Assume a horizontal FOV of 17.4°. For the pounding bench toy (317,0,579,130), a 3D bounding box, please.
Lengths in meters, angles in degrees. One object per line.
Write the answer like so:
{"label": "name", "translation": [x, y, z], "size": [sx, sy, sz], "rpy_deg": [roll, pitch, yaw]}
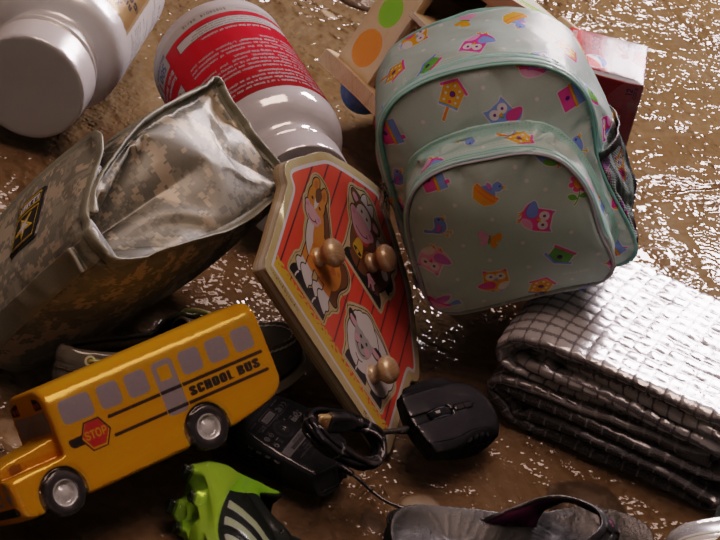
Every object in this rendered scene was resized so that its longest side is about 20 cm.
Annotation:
{"label": "pounding bench toy", "translation": [0.093, -0.160, 1.935], "size": [0.200, 0.156, 0.124], "rpy_deg": [23, 17, -43]}

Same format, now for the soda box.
{"label": "soda box", "translation": [0.162, -0.078, 1.781], "size": [0.063, 0.201, 0.070], "rpy_deg": [14, 33, 0]}

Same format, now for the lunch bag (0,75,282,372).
{"label": "lunch bag", "translation": [-0.171, -0.025, 1.593], "size": [0.118, 0.164, 0.200], "rpy_deg": [53, 40, -1]}

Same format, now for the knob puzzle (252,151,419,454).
{"label": "knob puzzle", "translation": [0.000, 0.000, 1.632], "size": [0.030, 0.220, 0.220], "rpy_deg": [-19, 24, 25]}

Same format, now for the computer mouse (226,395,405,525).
{"label": "computer mouse", "translation": [-0.006, 0.144, 1.552], "size": [0.200, 0.034, 0.059], "rpy_deg": [31, 38, 12]}

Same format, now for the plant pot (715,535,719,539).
{"label": "plant pot", "translation": [0.228, 0.240, 1.342], "size": [0.185, 0.201, 0.187], "rpy_deg": [11, 34, -7]}

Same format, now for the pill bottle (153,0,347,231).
{"label": "pill bottle", "translation": [-0.081, -0.116, 1.826], "size": [0.112, 0.113, 0.200], "rpy_deg": [-3, 37, -24]}

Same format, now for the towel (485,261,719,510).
{"label": "towel", "translation": [0.207, 0.074, 1.685], "size": [0.199, 0.086, 0.166], "rpy_deg": [23, 33, 16]}

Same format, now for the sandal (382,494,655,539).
{"label": "sandal", "translation": [0.113, 0.177, 1.512], "size": [0.200, 0.048, 0.076], "rpy_deg": [3, 49, -27]}

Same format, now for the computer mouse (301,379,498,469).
{"label": "computer mouse", "translation": [0.032, 0.098, 1.554], "size": [0.200, 0.034, 0.059], "rpy_deg": [-2, 58, -55]}

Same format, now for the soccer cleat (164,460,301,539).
{"label": "soccer cleat", "translation": [-0.069, 0.189, 1.429], "size": [0.081, 0.068, 0.200], "rpy_deg": [16, 31, -20]}

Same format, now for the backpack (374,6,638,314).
{"label": "backpack", "translation": [0.097, -0.077, 1.654], "size": [0.175, 0.201, 0.154], "rpy_deg": [-12, 28, 14]}

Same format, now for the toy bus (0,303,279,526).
{"label": "toy bus", "translation": [-0.149, 0.093, 1.484], "size": [0.199, 0.079, 0.065], "rpy_deg": [-23, 4, -30]}

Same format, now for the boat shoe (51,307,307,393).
{"label": "boat shoe", "translation": [-0.119, 0.061, 1.587], "size": [0.201, 0.061, 0.072], "rpy_deg": [-14, 21, -36]}

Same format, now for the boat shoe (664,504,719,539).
{"label": "boat shoe", "translation": [0.277, 0.188, 1.555], "size": [0.201, 0.075, 0.065], "rpy_deg": [0, 30, -27]}

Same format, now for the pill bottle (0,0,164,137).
{"label": "pill bottle", "translation": [-0.234, -0.192, 1.877], "size": [0.114, 0.115, 0.200], "rpy_deg": [16, 34, 3]}
